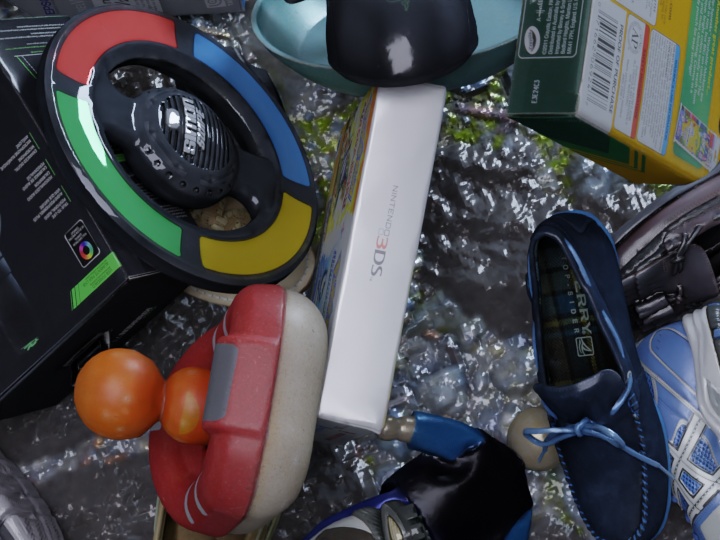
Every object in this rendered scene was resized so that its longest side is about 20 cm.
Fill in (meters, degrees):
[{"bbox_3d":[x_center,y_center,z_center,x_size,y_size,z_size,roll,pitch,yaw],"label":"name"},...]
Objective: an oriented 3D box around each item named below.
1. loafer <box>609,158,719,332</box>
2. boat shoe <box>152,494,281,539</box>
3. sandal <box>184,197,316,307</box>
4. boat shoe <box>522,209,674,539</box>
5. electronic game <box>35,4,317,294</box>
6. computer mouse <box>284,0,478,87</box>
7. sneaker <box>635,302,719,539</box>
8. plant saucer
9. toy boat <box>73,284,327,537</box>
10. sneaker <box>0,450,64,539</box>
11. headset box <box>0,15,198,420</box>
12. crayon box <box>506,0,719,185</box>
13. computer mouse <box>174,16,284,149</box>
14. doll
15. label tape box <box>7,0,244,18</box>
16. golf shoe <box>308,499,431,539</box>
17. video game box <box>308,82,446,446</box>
[{"bbox_3d":[0.211,-0.017,1.420,0.200,0.072,0.063,-39,54,-3],"label":"loafer"},{"bbox_3d":[-0.091,0.162,1.439,0.073,0.063,0.201,7,81,9],"label":"boat shoe"},{"bbox_3d":[-0.128,-0.044,1.475,0.211,0.070,0.078,31,86,11],"label":"sandal"},{"bbox_3d":[0.125,0.068,1.377,0.084,0.069,0.201,-19,85,26],"label":"boat shoe"},{"bbox_3d":[-0.107,-0.074,1.399,0.042,0.200,0.201,-39,75,36],"label":"electronic game"},{"bbox_3d":[0.014,-0.165,1.366,0.138,0.200,0.053,-9,117,-2],"label":"computer mouse"},{"bbox_3d":[0.214,0.124,1.410,0.077,0.076,0.201,-18,77,26],"label":"sneaker"},{"bbox_3d":[0.033,-0.153,1.439,0.199,0.200,0.036,-6,121,6],"label":"plant saucer"},{"bbox_3d":[-0.097,0.077,1.328,0.130,0.200,0.131,11,75,-8],"label":"toy boat"},{"bbox_3d":[-0.272,0.150,1.466,0.112,0.078,0.200,-45,67,3],"label":"sneaker"},{"bbox_3d":[-0.207,-0.024,1.436,0.174,0.093,0.201,-39,77,31],"label":"headset box"},{"bbox_3d":[0.163,-0.127,1.406,0.051,0.200,0.127,2,79,35],"label":"crayon box"},{"bbox_3d":[-0.106,-0.147,1.509,0.058,0.034,0.201,-31,77,2],"label":"computer mouse"},{"bbox_3d":[0.042,0.145,1.421,0.199,0.048,0.137,-32,104,-6],"label":"doll"},{"bbox_3d":[-0.173,-0.235,1.501,0.199,0.066,0.144,-4,67,7],"label":"label tape box"},{"bbox_3d":[0.020,0.235,1.346,0.094,0.078,0.201,-19,68,-3],"label":"golf shoe"},{"bbox_3d":[0.000,0.000,1.392,0.047,0.182,0.201,12,81,-8],"label":"video game box"}]
